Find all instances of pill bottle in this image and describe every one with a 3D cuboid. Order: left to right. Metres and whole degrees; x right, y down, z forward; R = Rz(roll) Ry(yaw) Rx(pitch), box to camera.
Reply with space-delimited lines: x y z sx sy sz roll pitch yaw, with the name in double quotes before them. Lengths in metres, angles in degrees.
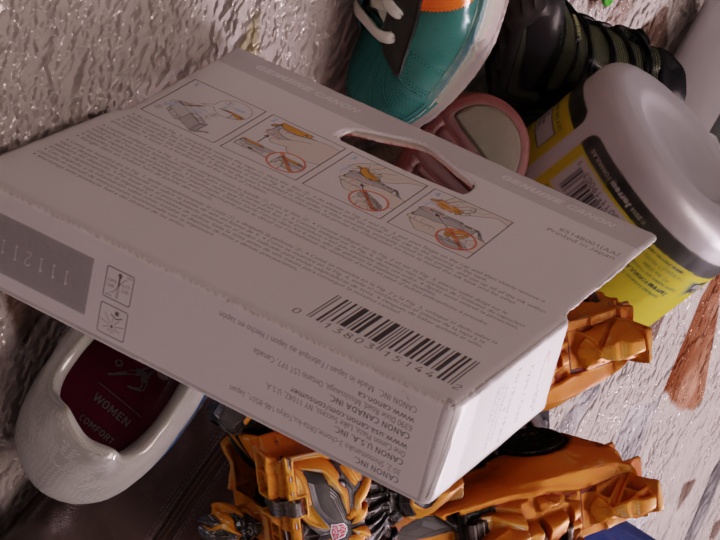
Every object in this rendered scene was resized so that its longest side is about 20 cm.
"pill bottle" 0.084 0.000 1.080 0.200 0.113 0.112 -38 169 24

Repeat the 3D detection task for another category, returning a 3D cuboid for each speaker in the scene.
"speaker" 0.213 -0.080 1.436 0.201 0.081 0.081 -58 158 -19

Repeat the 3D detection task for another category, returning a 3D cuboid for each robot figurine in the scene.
"robot figurine" 0.028 0.080 0.897 0.199 0.058 0.146 -17 110 -27

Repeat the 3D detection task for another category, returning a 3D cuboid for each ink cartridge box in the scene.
"ink cartridge box" -0.015 -0.006 0.804 0.176 0.199 0.045 -32 142 -55

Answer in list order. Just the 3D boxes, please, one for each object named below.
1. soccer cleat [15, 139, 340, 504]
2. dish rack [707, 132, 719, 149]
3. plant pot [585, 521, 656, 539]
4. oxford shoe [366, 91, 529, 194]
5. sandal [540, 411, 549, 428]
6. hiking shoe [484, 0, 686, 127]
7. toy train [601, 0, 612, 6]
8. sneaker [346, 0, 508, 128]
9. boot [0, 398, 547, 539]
"soccer cleat" -0.060 0.008 0.866 0.201 0.070 0.086 -56 -175 -22
"dish rack" 0.141 -0.029 1.212 0.171 0.198 0.044 11 65 -68
"plant pot" 0.095 0.244 1.138 0.199 0.180 0.200 34 104 -31
"oxford shoe" 0.000 0.000 1.033 0.200 0.070 0.075 -47 -161 -3
"sandal" 0.092 0.088 1.262 0.201 0.042 0.077 -81 178 -51
"hiking shoe" 0.114 -0.108 1.120 0.200 0.100 0.076 65 19 -70
"toy train" 0.103 -0.192 1.115 0.200 0.041 0.057 43 62 -68
"sneaker" 0.031 -0.154 0.958 0.079 0.071 0.201 10 118 -36
"boot" -0.034 0.098 0.933 0.201 0.186 0.064 -59 -172 -24
